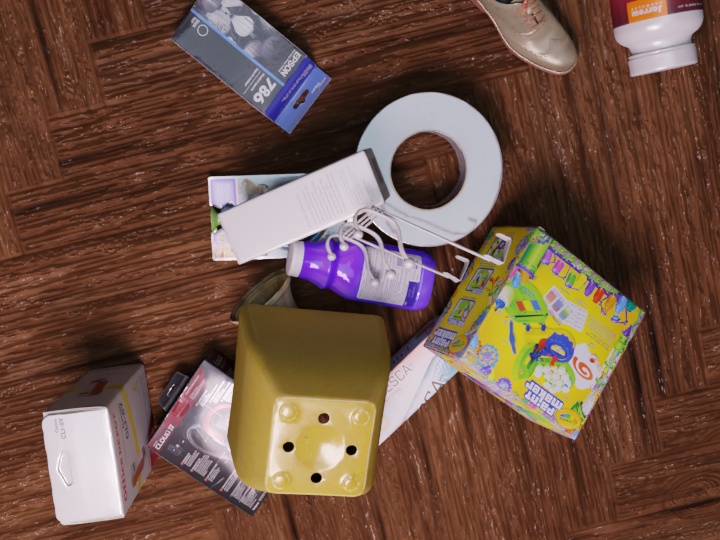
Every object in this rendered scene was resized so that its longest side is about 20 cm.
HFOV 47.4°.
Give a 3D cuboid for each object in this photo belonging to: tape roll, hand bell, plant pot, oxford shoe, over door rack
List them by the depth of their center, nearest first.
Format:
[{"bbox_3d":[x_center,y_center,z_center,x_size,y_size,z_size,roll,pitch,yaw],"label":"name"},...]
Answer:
[{"bbox_3d":[-0.058,0.170,0.993,0.192,0.200,0.198,5,103,-11],"label":"plant pot"},{"bbox_3d":[0.066,-0.016,1.010,0.198,0.148,0.068,11,77,-15],"label":"over door rack"},{"bbox_3d":[0.211,-0.333,1.073,0.199,0.075,0.071,40,95,-7],"label":"oxford shoe"},{"bbox_3d":[0.088,-0.136,1.104,0.197,0.066,0.203,0,98,-1],"label":"tape roll"},{"bbox_3d":[-0.079,0.107,1.135,0.104,0.104,0.201,-37,109,4],"label":"hand bell"}]

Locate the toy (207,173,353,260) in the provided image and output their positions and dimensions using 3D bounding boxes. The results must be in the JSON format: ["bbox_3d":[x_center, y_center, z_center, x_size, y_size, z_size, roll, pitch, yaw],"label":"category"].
[{"bbox_3d":[-0.108,-0.072,1.116,0.197,0.047,0.117,-2,100,-1],"label":"toy"}]

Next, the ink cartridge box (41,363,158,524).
[{"bbox_3d":[-0.334,0.221,1.075,0.082,0.200,0.147,-6,99,-1],"label":"ink cartridge box"}]

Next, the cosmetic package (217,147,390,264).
[{"bbox_3d":[-0.068,-0.083,1.033,0.198,0.101,0.072,-22,97,10],"label":"cosmetic package"}]

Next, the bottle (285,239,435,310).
[{"bbox_3d":[0.000,0.000,1.103,0.197,0.065,0.085,9,94,-15],"label":"bottle"}]

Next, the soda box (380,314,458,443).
[{"bbox_3d":[0.061,0.157,1.146,0.200,0.064,0.068,-44,97,5],"label":"soda box"}]

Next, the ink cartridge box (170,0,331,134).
[{"bbox_3d":[-0.144,-0.282,1.091,0.199,0.039,0.100,37,95,-7],"label":"ink cartridge box"}]

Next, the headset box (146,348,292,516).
[{"bbox_3d":[-0.188,0.218,1.141,0.199,0.075,0.149,34,95,-6],"label":"headset box"}]

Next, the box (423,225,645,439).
[{"bbox_3d":[0.226,0.077,1.071,0.199,0.122,0.194,35,81,-18],"label":"box"}]

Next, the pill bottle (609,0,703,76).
[{"bbox_3d":[0.378,-0.360,1.055,0.111,0.113,0.203,-11,98,0],"label":"pill bottle"}]
